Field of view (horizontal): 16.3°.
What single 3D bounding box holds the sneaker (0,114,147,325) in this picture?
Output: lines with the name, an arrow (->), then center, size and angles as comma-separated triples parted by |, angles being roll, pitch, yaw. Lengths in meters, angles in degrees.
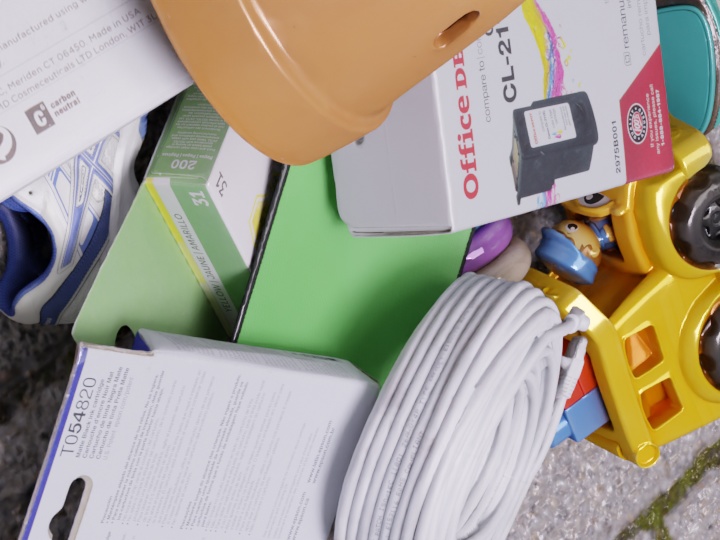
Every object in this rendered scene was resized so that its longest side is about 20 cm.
sneaker -> -0.163, -0.068, 1.332 | 0.088, 0.075, 0.201 | -12, 99, -37

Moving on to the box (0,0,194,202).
box -> -0.208, -0.129, 1.213 | 0.198, 0.131, 0.201 | -33, 99, -21

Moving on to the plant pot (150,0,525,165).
plant pot -> -0.006, -0.168, 1.209 | 0.200, 0.139, 0.201 | 47, 32, -41

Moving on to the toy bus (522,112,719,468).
toy bus -> 0.149, 0.022, 1.557 | 0.191, 0.136, 0.201 | -31, 118, -19

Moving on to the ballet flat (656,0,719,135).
ballet flat -> 0.206, -0.185, 1.629 | 0.070, 0.067, 0.201 | -43, 120, -44

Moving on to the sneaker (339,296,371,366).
sneaker -> -0.053, 0.062, 1.433 | 0.077, 0.073, 0.201 | 34, 68, -22

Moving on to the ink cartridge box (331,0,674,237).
ink cartridge box -> 0.077, -0.106, 1.396 | 0.199, 0.083, 0.147 | -17, 103, -45

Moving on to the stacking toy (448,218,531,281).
stacking toy -> 0.024, -0.072, 1.486 | 0.085, 0.085, 0.201 | -37, 108, -31

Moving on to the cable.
cable -> 0.052, 0.098, 1.410 | 0.201, 0.069, 0.200 | -68, 162, 0

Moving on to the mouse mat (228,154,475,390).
mouse mat -> 0.000, 0.000, 1.406 | 0.160, 0.008, 0.201 | 19, 86, -45

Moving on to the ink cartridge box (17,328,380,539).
ink cartridge box -> -0.103, 0.132, 1.329 | 0.199, 0.041, 0.201 | 11, 104, -40

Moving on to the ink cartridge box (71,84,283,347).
ink cartridge box -> -0.079, -0.005, 1.362 | 0.146, 0.048, 0.201 | 65, 36, -48
